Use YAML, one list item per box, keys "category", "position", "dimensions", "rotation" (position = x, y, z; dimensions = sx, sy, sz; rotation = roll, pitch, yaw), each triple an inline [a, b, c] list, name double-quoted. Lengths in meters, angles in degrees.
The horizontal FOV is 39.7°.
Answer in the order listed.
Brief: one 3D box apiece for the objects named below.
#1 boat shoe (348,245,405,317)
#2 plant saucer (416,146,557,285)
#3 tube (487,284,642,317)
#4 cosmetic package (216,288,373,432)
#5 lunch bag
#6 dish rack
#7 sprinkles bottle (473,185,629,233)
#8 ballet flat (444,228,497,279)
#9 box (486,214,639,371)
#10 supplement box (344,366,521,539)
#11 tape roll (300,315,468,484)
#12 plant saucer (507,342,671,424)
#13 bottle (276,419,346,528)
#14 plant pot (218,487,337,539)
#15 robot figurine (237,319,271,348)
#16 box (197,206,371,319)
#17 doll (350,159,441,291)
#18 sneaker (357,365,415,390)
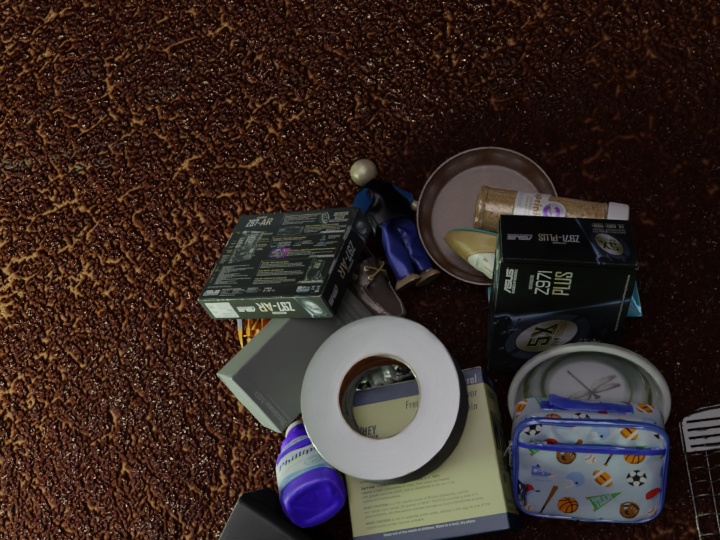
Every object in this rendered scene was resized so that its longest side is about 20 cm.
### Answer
- category: "boat shoe"
  position: [0.000, 0.000, 1.414]
  dimensions: [0.200, 0.072, 0.060]
  rotation: [51, 127, 25]
- category: "plant saucer"
  position: [0.180, -0.074, 1.402]
  dimensions: [0.199, 0.034, 0.201]
  rotation: [-3, 76, 10]
- category: "tube"
  position: [0.274, 0.036, 1.351]
  dimensions: [0.199, 0.050, 0.078]
  rotation: [-7, 81, 9]
- category: "cosmetic package"
  position: [-0.083, 0.109, 1.337]
  dimensions: [0.107, 0.090, 0.200]
  rotation: [47, 70, -14]
- category: "lunch bag"
  position: [0.277, 0.231, 1.236]
  dimensions: [0.199, 0.076, 0.161]
  rotation: [1, 117, 8]
- category: "dish rack"
  position: [0.476, 0.260, 1.225]
  dimensions: [0.153, 0.055, 0.201]
  rotation: [-9, 73, 12]
- category: "sprinkles bottle"
  position: [0.255, -0.068, 1.336]
  dimensions: [0.199, 0.068, 0.069]
  rotation: [9, 78, 12]
- category: "ballet flat"
  position: [0.205, -0.012, 1.326]
  dimensions: [0.199, 0.069, 0.063]
  rotation: [9, 68, 13]
- category: "box"
  position: [0.246, 0.034, 1.252]
  dimensions: [0.163, 0.200, 0.086]
  rotation: [4, 43, 3]
- category: "supplement box"
  position: [0.089, 0.249, 1.293]
  dimensions: [0.199, 0.134, 0.201]
  rotation: [-13, 72, 12]
- category: "tape roll"
  position: [0.030, 0.160, 1.226]
  dimensions: [0.199, 0.066, 0.201]
  rotation: [-5, 72, 14]
- category: "plant saucer"
  position: [0.287, 0.154, 1.259]
  dimensions: [0.199, 0.201, 0.050]
  rotation: [-5, 37, 14]
- category: "bottle"
  position: [-0.069, 0.257, 1.308]
  dimensions: [0.083, 0.200, 0.065]
  rotation: [-28, 108, 1]
- category: "plant pot"
  position: [-0.103, 0.414, 1.280]
  dimensions: [0.177, 0.200, 0.200]
  rotation: [26, 83, 9]
- category: "robot figurine"
  position: [-0.121, 0.049, 1.431]
  dimensions: [0.145, 0.058, 0.201]
  rotation: [-10, 81, 28]
- category: "box"
  position: [-0.102, -0.010, 1.340]
  dimensions: [0.199, 0.044, 0.161]
  rotation: [-3, 47, 29]
- category: "doll"
  position: [0.038, -0.071, 1.412]
  dimensions: [0.048, 0.136, 0.201]
  rotation: [-39, 69, 45]
- category: "sneaker"
  position: [0.032, 0.136, 1.377]
  dimensions: [0.200, 0.090, 0.067]
  rotation: [-27, 74, 35]
